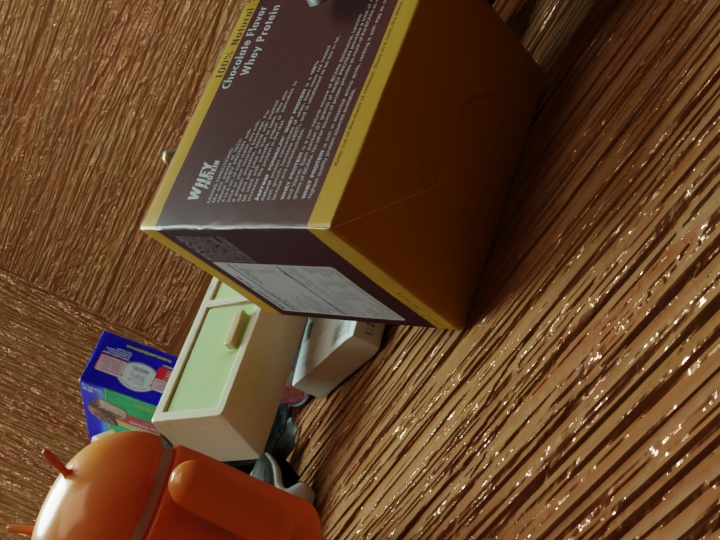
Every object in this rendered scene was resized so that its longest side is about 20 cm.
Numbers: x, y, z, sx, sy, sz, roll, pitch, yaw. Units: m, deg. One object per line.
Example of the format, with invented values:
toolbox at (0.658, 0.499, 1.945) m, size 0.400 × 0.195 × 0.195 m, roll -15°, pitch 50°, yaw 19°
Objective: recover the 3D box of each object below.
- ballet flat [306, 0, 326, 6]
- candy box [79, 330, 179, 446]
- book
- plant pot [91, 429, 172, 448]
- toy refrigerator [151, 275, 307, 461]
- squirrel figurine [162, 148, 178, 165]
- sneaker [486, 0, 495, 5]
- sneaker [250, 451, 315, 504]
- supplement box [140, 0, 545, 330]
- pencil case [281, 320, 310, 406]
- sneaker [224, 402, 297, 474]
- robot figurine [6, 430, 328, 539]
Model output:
ballet flat at (0.031, -0.245, 0.582) m, size 0.199 × 0.046 × 0.067 m, roll -40°, pitch 23°, yaw -4°
candy box at (-0.248, 0.179, 1.125) m, size 0.201 × 0.167 × 0.078 m, roll 106°, pitch -176°, yaw -55°
book at (0.000, 0.000, 0.825) m, size 0.134 × 0.048 × 0.202 m, roll -45°, pitch 24°, yaw 55°
plant pot at (-0.233, 0.271, 1.055) m, size 0.201 × 0.092 × 0.203 m, roll 43°, pitch 143°, yaw 46°
toy refrigerator at (-0.104, 0.061, 0.802) m, size 0.075 × 0.070 × 0.201 m, roll -9°, pitch 43°, yaw 29°
squirrel figurine at (-0.089, -0.119, 0.854) m, size 0.185 × 0.142 × 0.200 m, roll -32°, pitch 28°, yaw -2°
sneaker at (0.107, -0.227, 0.573) m, size 0.198 × 0.077 × 0.090 m, roll -3°, pitch 65°, yaw 35°
sneaker at (-0.098, 0.205, 0.742) m, size 0.199 × 0.075 × 0.116 m, roll -19°, pitch 35°, yaw 47°
supplement box at (-0.012, -0.082, 0.630) m, size 0.199 × 0.132 × 0.199 m, roll 2°, pitch 64°, yaw 45°
pencil case at (-0.063, 0.035, 0.927) m, size 0.091 × 0.082 × 0.202 m, roll -46°, pitch 22°, yaw 55°
sneaker at (-0.152, 0.190, 0.831) m, size 0.105 × 0.197 × 0.060 m, roll -103°, pitch -3°, yaw -47°
robot figurine at (-0.102, 0.168, 0.530) m, size 0.118 × 0.198 × 0.144 m, roll -65°, pitch 13°, yaw -11°
